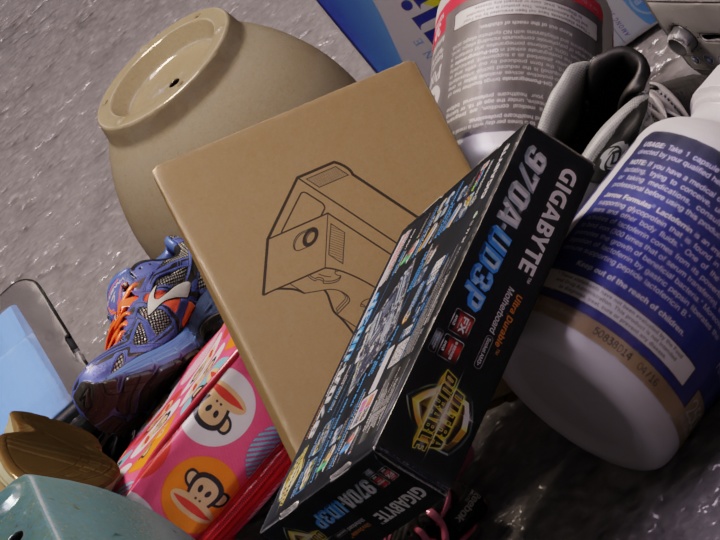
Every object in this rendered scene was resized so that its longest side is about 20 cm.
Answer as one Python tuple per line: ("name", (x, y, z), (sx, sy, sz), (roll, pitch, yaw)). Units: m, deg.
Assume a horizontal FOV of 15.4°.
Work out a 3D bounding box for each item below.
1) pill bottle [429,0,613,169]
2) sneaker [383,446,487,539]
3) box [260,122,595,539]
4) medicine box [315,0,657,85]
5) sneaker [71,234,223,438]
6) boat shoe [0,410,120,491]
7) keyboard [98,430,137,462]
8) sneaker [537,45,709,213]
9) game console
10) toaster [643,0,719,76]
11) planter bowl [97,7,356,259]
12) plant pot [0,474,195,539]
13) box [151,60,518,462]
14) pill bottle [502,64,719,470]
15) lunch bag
("pill bottle", (0.092, -0.074, 1.566), (0.110, 0.111, 0.201), (-23, 46, 35))
("sneaker", (0.020, 0.144, 1.406), (0.095, 0.079, 0.201), (-19, 34, 19))
("box", (0.032, 0.040, 1.329), (0.201, 0.046, 0.159), (-64, 11, -28))
("medicine box", (0.083, -0.206, 1.720), (0.200, 0.182, 0.103), (-35, 26, 14))
("sneaker", (-0.135, 0.039, 1.674), (0.076, 0.078, 0.200), (-56, -5, 29))
("boat shoe", (-0.178, 0.127, 1.493), (0.200, 0.074, 0.067), (-133, 60, -84))
("keyboard", (-0.134, 0.106, 1.711), (0.104, 0.040, 0.201), (-24, 30, 33))
("sneaker", (0.155, -0.082, 1.455), (0.075, 0.116, 0.200), (31, 47, 23))
("game console", (-0.272, 0.120, 1.773), (0.200, 0.117, 0.176), (-41, 4, 10))
("toaster", (0.264, -0.194, 1.531), (0.200, 0.114, 0.129), (-47, 30, -15))
("planter bowl", (-0.099, -0.096, 1.865), (0.200, 0.135, 0.201), (-33, 28, 20))
("plant pot", (-0.141, 0.222, 1.352), (0.196, 0.200, 0.196), (-43, 25, 0))
("box", (0.000, 0.000, 1.454), (0.163, 0.201, 0.021), (-23, -18, -14))
("pill bottle", (0.165, -0.006, 1.371), (0.200, 0.116, 0.116), (-51, 27, -17))
("lunch bag", (-0.088, 0.101, 1.540), (0.176, 0.082, 0.200), (-49, 5, 3))
